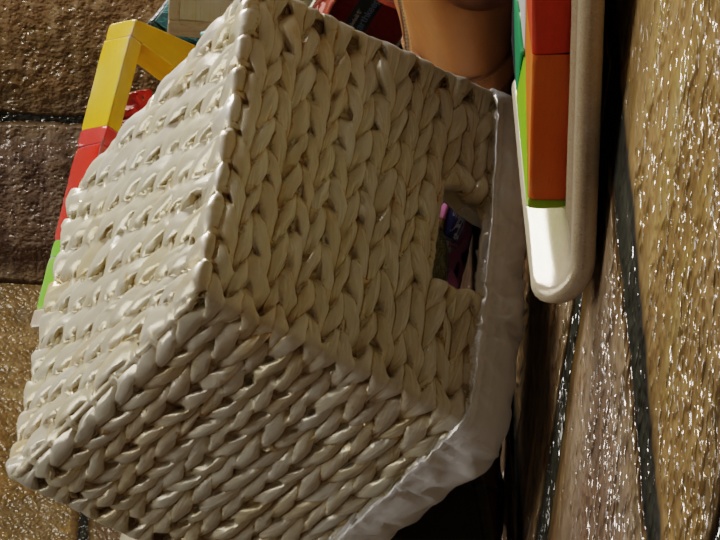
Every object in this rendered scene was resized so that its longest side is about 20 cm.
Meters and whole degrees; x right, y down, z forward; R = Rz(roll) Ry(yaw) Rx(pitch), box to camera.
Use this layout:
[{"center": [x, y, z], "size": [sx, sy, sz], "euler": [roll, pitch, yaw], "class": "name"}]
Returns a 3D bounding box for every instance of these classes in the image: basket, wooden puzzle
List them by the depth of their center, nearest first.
[{"center": [0.075, -0.117, 1.100], "size": [0.185, 0.037, 0.201], "euler": [-90, 4, -57], "class": "wooden puzzle"}, {"center": [-0.037, 0.014, 1.300], "size": [0.200, 0.160, 0.199], "euler": [-42, 31, 45], "class": "basket"}]

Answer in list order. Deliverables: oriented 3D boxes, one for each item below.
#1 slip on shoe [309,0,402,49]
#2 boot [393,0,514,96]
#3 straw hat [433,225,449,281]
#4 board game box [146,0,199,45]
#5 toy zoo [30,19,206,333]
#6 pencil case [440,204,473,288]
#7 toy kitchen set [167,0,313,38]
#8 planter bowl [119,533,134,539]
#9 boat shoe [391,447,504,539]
[{"center": [0.026, -0.162, 1.478], "size": [0.200, 0.074, 0.061], "euler": [-55, 20, 38], "class": "slip on shoe"}, {"center": [0.049, -0.114, 1.358], "size": [0.200, 0.076, 0.156], "euler": [-120, 23, -63], "class": "boot"}, {"center": [0.000, 0.000, 1.507], "size": [0.201, 0.085, 0.203], "euler": [3, -90, -70], "class": "straw hat"}, {"center": [-0.034, -0.152, 1.663], "size": [0.028, 0.135, 0.200], "euler": [-51, 6, 43], "class": "board game box"}, {"center": [-0.095, -0.036, 1.457], "size": [0.131, 0.020, 0.201], "euler": [35, -122, -44], "class": "toy zoo"}, {"center": [-0.034, -0.036, 1.658], "size": [0.087, 0.199, 0.083], "euler": [-55, -25, -71], "class": "pencil case"}, {"center": [-0.010, -0.239, 1.608], "size": [0.200, 0.179, 0.164], "euler": [-90, 5, -61], "class": "toy kitchen set"}, {"center": [-0.026, 0.159, 1.692], "size": [0.135, 0.199, 0.201], "euler": [-56, 17, 25], "class": "planter bowl"}, {"center": [0.035, 0.100, 1.386], "size": [0.068, 0.071, 0.201], "euler": [88, -173, -45], "class": "boat shoe"}]
